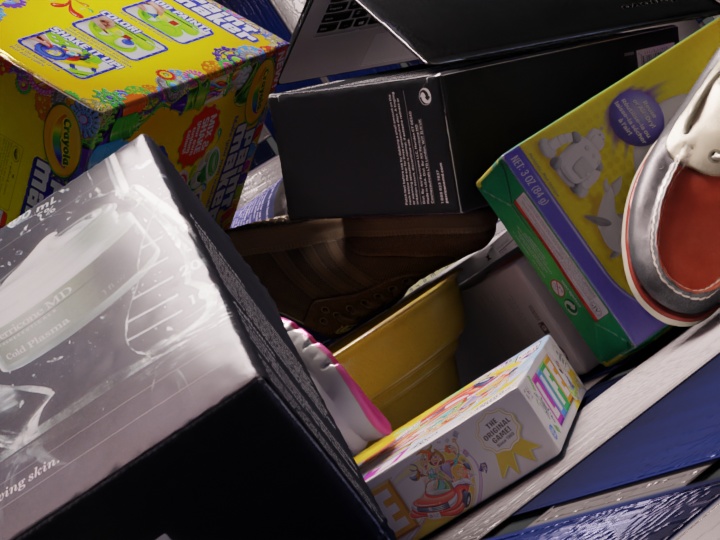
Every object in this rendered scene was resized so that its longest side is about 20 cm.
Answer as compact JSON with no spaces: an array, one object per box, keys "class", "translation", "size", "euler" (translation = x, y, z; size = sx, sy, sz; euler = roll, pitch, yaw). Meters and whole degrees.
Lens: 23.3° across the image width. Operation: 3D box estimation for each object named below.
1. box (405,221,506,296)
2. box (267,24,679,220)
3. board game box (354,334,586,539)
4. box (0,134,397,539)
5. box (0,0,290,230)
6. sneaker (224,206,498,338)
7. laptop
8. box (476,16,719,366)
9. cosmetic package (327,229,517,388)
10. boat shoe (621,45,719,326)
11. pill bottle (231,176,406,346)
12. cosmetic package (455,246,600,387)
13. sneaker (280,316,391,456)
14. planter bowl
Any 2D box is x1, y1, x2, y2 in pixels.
[{"class":"box","translation":[0.090,0.018,1.337],"size":[0.200,0.097,0.176],"euler":[-33,-1,6]},{"class":"box","translation":[0.070,-0.084,0.993],"size":[0.200,0.079,0.141],"euler":[-17,13,-40]},{"class":"board game box","translation":[0.007,0.106,0.801],"size":[0.200,0.034,0.134],"euler":[-33,0,13]},{"class":"box","translation":[-0.115,0.081,0.689],"size":[0.200,0.124,0.197],"euler":[-34,34,1]},{"class":"box","translation":[-0.165,-0.055,1.029],"size":[0.193,0.122,0.200],"euler":[-33,-31,-55]},{"class":"sneaker","translation":[0.000,0.000,1.040],"size":[0.200,0.076,0.070],"euler":[-5,11,37]},{"class":"laptop","translation":[0.073,-0.131,1.016],"size":[0.187,0.116,0.200],"euler":[-12,-20,-22]},{"class":"box","translation":[0.172,-0.053,0.889],"size":[0.200,0.117,0.048],"euler":[-33,-6,-23]},{"class":"cosmetic package","translation":[0.037,0.060,1.171],"size":[0.200,0.083,0.051],"euler":[-34,-1,25]},{"class":"boat shoe","translation":[0.187,-0.064,0.835],"size":[0.200,0.071,0.063],"euler":[-59,6,-24]},{"class":"pill bottle","translation":[-0.033,-0.008,1.163],"size":[0.200,0.112,0.112],"euler":[-33,0,42]},{"class":"cosmetic package","translation":[0.114,0.015,1.006],"size":[0.101,0.071,0.200],"euler":[-33,-1,-17]},{"class":"sneaker","translation":[-0.079,0.049,0.844],"size":[0.088,0.081,0.200],"euler":[-47,45,-9]},{"class":"planter bowl","translation":[-0.006,0.086,0.966],"size":[0.200,0.084,0.200],"euler":[-33,-1,-1]}]
